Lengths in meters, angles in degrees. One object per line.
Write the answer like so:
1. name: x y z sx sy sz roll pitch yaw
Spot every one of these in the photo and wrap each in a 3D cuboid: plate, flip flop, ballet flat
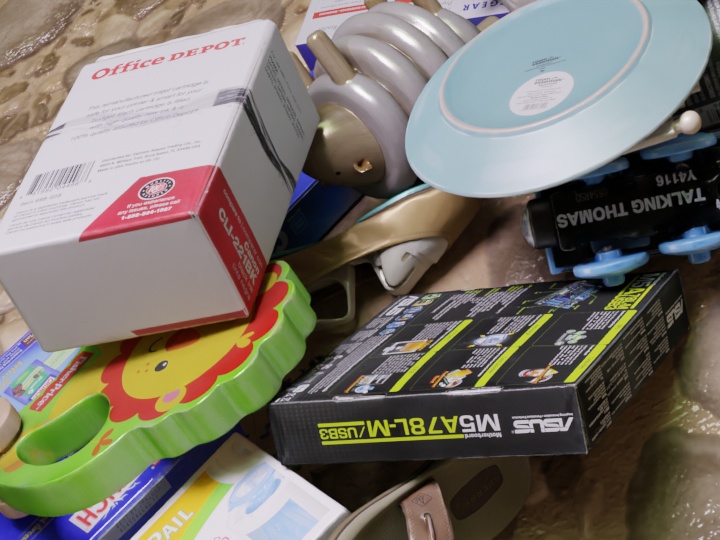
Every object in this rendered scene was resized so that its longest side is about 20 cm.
1. plate: 0.113 -0.119 1.184 0.200 0.026 0.200 -20 35 15
2. flip flop: 0.042 0.156 1.093 0.057 0.081 0.200 0 28 44
3. ballet flat: 0.000 0.000 1.322 0.200 0.069 0.063 -23 69 11

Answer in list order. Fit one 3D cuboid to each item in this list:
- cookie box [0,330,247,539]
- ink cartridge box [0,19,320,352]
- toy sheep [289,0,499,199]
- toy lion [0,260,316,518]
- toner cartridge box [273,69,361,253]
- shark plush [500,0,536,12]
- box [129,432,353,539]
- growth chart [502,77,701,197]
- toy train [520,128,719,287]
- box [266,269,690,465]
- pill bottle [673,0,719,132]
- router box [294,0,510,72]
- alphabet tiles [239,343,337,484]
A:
1. cookie box: -0.185 0.129 1.277 0.171 0.075 0.200 -43 42 -16
2. ink cartridge box: -0.122 -0.054 1.204 0.144 0.084 0.200 -10 37 23
3. toy sheep: 0.029 -0.123 1.332 0.200 0.138 0.138 -38 40 -26
4. toy lion: -0.125 0.067 1.168 0.191 0.069 0.200 7 49 51
5. toner cartridge box: -0.063 -0.053 1.415 0.200 0.043 0.095 -46 44 -15
6. shark plush: 0.139 -0.193 1.381 0.200 0.091 0.083 14 42 24
7. box: -0.088 0.212 1.127 0.200 0.101 0.112 -46 43 -15
8. growth chart: 0.147 -0.123 1.199 0.144 0.018 0.200 -14 36 24
9. toy train: 0.195 -0.047 1.198 0.199 0.087 0.114 -12 5 4
10. box: 0.073 0.056 1.153 0.193 0.048 0.200 -3 16 26
11. pill bottle: 0.189 -0.123 1.280 0.200 0.106 0.106 -19 43 16
12. router box: 0.066 -0.230 1.503 0.200 0.049 0.180 -5 48 28
13. alphabet tiles: -0.098 0.121 1.295 0.200 0.008 0.167 -23 41 10
